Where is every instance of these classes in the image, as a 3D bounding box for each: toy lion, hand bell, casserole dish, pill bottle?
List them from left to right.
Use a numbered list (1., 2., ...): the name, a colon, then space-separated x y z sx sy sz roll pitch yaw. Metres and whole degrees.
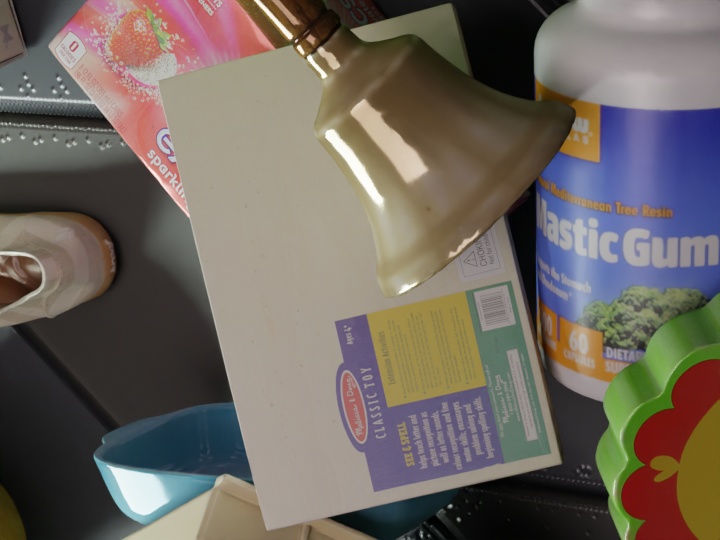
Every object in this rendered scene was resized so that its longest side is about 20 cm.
1. casserole dish: -0.036 0.100 1.005 0.199 0.121 0.039 3 102 29
2. hand bell: -0.023 -0.095 0.785 0.200 0.104 0.104 45 126 -10
3. pill bottle: 0.127 -0.054 0.853 0.112 0.112 0.201 8 114 28
4. toy lion: 0.195 0.049 0.821 0.191 0.069 0.201 7 119 -14

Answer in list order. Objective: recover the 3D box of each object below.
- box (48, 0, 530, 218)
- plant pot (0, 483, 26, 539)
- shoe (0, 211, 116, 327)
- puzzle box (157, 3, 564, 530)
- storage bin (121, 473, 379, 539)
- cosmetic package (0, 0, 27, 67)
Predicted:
1. box: -0.032 -0.070 0.950 0.200 0.095 0.103 51 124 3
2. plant pot: -0.273 0.175 1.166 0.199 0.142 0.201 12 115 26
3. shoe: -0.226 0.001 1.120 0.199 0.053 0.070 -6 106 32
4. puzzle box: 0.000 0.000 0.873 0.132 0.025 0.201 -13 91 8
5. storage bin: -0.034 0.195 0.982 0.198 0.094 0.200 26 152 -17
6. cosmetic package: -0.288 -0.119 1.078 0.199 0.103 0.073 -8 105 32
